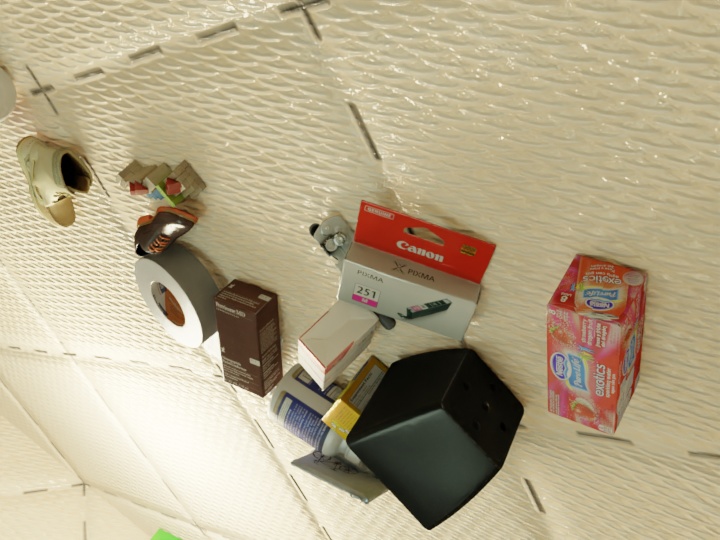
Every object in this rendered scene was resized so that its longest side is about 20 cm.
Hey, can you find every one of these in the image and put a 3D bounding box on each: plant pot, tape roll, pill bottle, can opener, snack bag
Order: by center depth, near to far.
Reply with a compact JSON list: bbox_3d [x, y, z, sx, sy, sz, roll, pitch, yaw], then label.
[{"bbox_3d":[0.000,0.000,1.258,0.201,0.052,0.066,52,178,-11],"label":"can opener"},{"bbox_3d":[0.131,0.238,1.261,0.200,0.200,0.177,47,133,-7],"label":"plant pot"},{"bbox_3d":[-0.063,0.272,1.527,0.198,0.120,0.121,30,143,15],"label":"pill bottle"},{"bbox_3d":[-0.012,0.363,1.533,0.186,0.199,0.022,19,103,30],"label":"snack bag"},{"bbox_3d":[-0.743,-0.318,1.556,0.198,0.114,0.115,-5,124,45],"label":"pill bottle"},{"bbox_3d":[-0.346,0.047,1.582,0.199,0.066,0.202,32,142,29],"label":"tape roll"}]

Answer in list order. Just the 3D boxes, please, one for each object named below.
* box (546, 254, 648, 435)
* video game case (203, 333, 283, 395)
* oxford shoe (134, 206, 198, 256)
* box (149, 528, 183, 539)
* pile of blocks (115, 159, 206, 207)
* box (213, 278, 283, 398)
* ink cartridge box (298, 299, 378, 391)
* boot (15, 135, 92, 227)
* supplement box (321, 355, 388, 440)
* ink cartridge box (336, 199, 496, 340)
[{"bbox_3d":[0.293,0.094,1.026,0.094,0.100,0.202,17,138,30],"label":"box"},{"bbox_3d":[-0.237,0.146,1.644,0.181,0.022,0.201,33,142,13],"label":"video game case"},{"bbox_3d":[-0.349,-0.064,1.469,0.070,0.074,0.199,23,160,-30],"label":"oxford shoe"},{"bbox_3d":[-0.628,1.012,2.849,0.197,0.097,0.179,11,132,34],"label":"box"},{"bbox_3d":[-0.354,-0.140,1.422,0.198,0.062,0.083,7,132,39],"label":"pile of blocks"},{"bbox_3d":[-0.205,0.127,1.521,0.099,0.075,0.203,17,126,25],"label":"box"},{"bbox_3d":[-0.040,0.118,1.317,0.068,0.116,0.200,45,163,11],"label":"ink cartridge box"},{"bbox_3d":[-0.577,-0.158,1.603,0.154,0.073,0.203,17,132,34],"label":"boot"},{"bbox_3d":[0.050,0.267,1.425,0.199,0.109,0.110,40,144,3],"label":"supplement box"},{"bbox_3d":[0.074,0.004,1.146,0.197,0.044,0.175,19,142,4],"label":"ink cartridge box"}]
